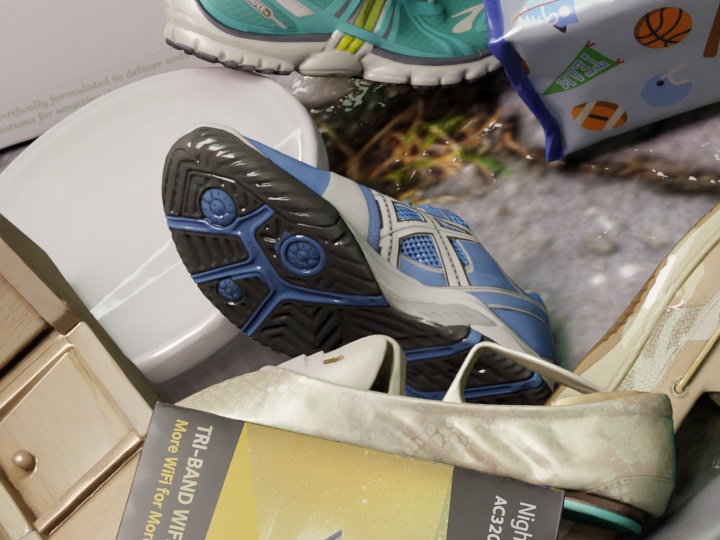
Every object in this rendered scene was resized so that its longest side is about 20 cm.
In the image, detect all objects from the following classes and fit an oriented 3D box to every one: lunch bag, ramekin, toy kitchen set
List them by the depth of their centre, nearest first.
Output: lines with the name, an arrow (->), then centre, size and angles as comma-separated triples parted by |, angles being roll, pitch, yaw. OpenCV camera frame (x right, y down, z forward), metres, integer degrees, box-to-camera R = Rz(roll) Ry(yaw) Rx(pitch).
toy kitchen set -> -0.182, 0.069, 0.935 | 0.163, 0.180, 0.200 | -43, 53, 0
ramekin -> -0.091, 0.005, 1.122 | 0.202, 0.094, 0.203 | -18, 41, 17
lunch bag -> 0.139, -0.172, 1.129 | 0.170, 0.124, 0.200 | -18, 52, 10

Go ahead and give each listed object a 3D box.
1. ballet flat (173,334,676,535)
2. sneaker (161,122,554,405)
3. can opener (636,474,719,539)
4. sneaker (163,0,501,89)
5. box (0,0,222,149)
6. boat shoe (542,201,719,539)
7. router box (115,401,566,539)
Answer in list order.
ballet flat -> 0.026, 0.056, 0.917 | 0.199, 0.067, 0.063 | 10, 80, 9
sneaker -> 0.000, 0.000, 1.018 | 0.076, 0.200, 0.077 | -43, 17, 36
can opener -> 0.111, 0.115, 0.913 | 0.200, 0.053, 0.067 | -37, 41, -8
sneaker -> -0.001, -0.134, 1.151 | 0.077, 0.200, 0.080 | 30, 113, 52
box -> -0.164, -0.211, 1.306 | 0.198, 0.200, 0.172 | -16, 40, 17
boat shoe -> 0.136, 0.036, 0.976 | 0.065, 0.072, 0.200 | 40, 72, 8
router box -> -0.022, 0.159, 0.834 | 0.157, 0.052, 0.200 | 11, 62, 4
